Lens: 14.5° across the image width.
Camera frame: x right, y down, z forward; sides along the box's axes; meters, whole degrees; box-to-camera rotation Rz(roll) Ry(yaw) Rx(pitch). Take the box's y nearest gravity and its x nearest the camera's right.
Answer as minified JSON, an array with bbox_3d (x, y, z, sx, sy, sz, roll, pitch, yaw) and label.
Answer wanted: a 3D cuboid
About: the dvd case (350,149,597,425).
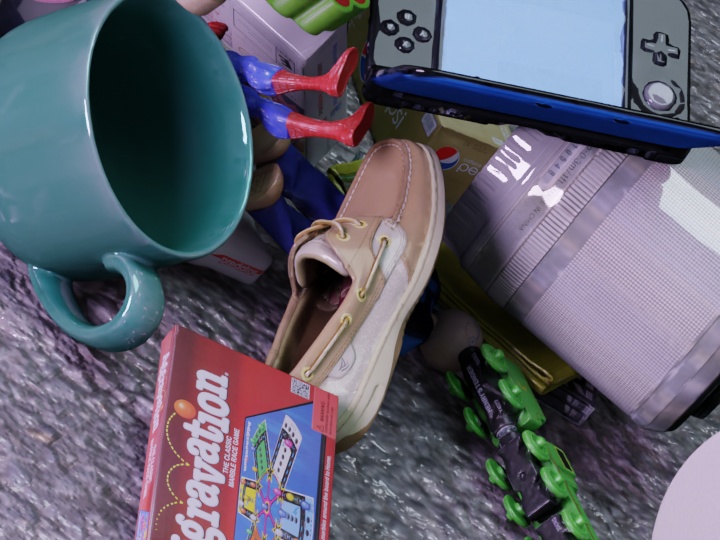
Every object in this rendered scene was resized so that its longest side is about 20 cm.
[{"bbox_3d":[0.069,0.009,1.828,0.200,0.022,0.146,32,27,-9],"label":"dvd case"}]

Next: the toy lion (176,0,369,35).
[{"bbox_3d":[-0.072,-0.226,1.631,0.200,0.069,0.192,59,23,5],"label":"toy lion"}]

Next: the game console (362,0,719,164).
[{"bbox_3d":[0.111,-0.134,1.630,0.200,0.118,0.171,11,58,-11],"label":"game console"}]

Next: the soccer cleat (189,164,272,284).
[{"bbox_3d":[-0.092,-0.068,1.726,0.085,0.069,0.200,32,29,-26],"label":"soccer cleat"}]

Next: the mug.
[{"bbox_3d":[-0.154,-0.060,1.560,0.152,0.114,0.185,58,38,-28],"label":"mug"}]

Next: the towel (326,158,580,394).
[{"bbox_3d":[0.064,-0.001,1.795,0.200,0.018,0.086,44,29,14],"label":"towel"}]

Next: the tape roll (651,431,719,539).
[{"bbox_3d":[0.257,0.173,1.579,0.203,0.203,0.037,47,29,22],"label":"tape roll"}]

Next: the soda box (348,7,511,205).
[{"bbox_3d":[0.045,-0.125,1.968,0.068,0.064,0.200,20,31,-27],"label":"soda box"}]

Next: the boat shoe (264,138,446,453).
[{"bbox_3d":[-0.006,0.003,1.603,0.066,0.074,0.200,33,57,-29],"label":"boat shoe"}]

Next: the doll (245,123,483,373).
[{"bbox_3d":[0.000,0.000,1.696,0.200,0.048,0.137,41,38,-31],"label":"doll"}]

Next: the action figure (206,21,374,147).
[{"bbox_3d":[-0.089,-0.110,1.648,0.200,0.065,0.052,6,50,25],"label":"action figure"}]

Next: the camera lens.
[{"bbox_3d":[0.168,-0.012,1.745,0.200,0.160,0.160,41,27,4],"label":"camera lens"}]

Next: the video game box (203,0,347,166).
[{"bbox_3d":[-0.091,-0.171,1.793,0.200,0.047,0.182,42,-17,13],"label":"video game box"}]

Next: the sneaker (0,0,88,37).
[{"bbox_3d":[-0.163,-0.193,1.693,0.082,0.200,0.070,34,46,-4],"label":"sneaker"}]

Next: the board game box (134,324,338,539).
[{"bbox_3d":[-0.064,0.120,1.460,0.103,0.019,0.200,24,39,-18],"label":"board game box"}]

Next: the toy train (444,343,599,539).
[{"bbox_3d":[0.105,0.124,1.661,0.056,0.042,0.200,33,25,-47],"label":"toy train"}]
